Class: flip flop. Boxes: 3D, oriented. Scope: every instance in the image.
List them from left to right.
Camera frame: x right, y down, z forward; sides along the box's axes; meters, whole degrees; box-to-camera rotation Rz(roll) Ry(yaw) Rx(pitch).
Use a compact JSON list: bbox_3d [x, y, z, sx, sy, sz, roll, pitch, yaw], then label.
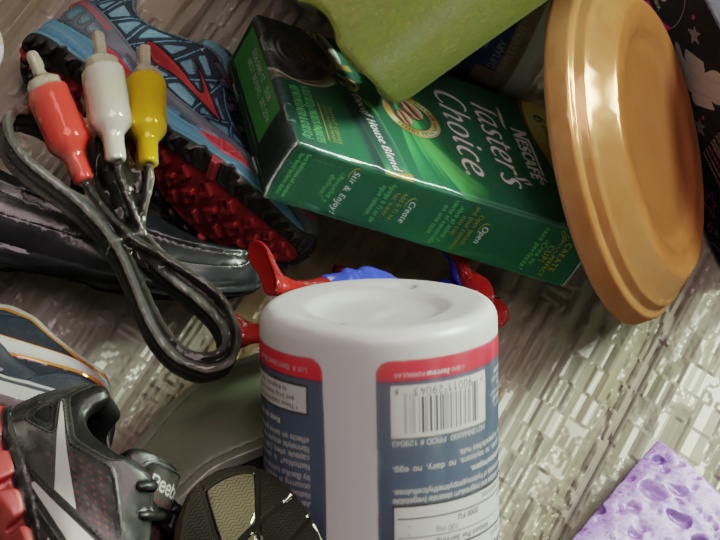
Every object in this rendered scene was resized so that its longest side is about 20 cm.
[{"bbox_3d":[-0.041,0.193,1.116,0.081,0.057,0.201,-22,90,-31],"label":"flip flop"}]

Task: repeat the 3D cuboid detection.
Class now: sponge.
[{"bbox_3d":[0.143,0.196,1.266,0.112,0.030,0.200,43,60,6],"label":"sponge"}]

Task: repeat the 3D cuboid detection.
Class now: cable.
[{"bbox_3d":[-0.125,-0.034,1.205,0.097,0.050,0.201,-8,58,-27],"label":"cable"}]

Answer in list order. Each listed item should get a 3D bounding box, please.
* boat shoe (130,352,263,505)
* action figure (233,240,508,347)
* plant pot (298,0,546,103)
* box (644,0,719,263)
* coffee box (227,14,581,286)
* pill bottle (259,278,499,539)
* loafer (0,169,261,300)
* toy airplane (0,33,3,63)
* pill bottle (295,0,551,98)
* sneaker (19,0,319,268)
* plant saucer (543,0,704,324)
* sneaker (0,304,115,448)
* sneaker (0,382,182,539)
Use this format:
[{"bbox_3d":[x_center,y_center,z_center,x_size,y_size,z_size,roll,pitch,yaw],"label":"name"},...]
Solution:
[{"bbox_3d":[-0.084,0.113,1.222,0.072,0.061,0.201,23,48,39],"label":"boat shoe"},{"bbox_3d":[0.000,0.000,1.287,0.199,0.065,0.099,8,40,-42],"label":"action figure"},{"bbox_3d":[0.042,-0.196,1.240,0.184,0.200,0.201,-42,79,6],"label":"plant pot"},{"bbox_3d":[0.255,-0.116,1.408,0.131,0.115,0.201,-15,70,-23],"label":"box"},{"bbox_3d":[0.029,-0.067,1.303,0.199,0.044,0.123,17,35,-27],"label":"coffee box"},{"bbox_3d":[0.011,0.113,1.173,0.119,0.120,0.201,-5,103,-20],"label":"pill bottle"},{"bbox_3d":[-0.148,-0.027,1.259,0.199,0.068,0.071,11,87,-8],"label":"loafer"},{"bbox_3d":[-0.254,-0.105,1.204,0.140,0.199,0.201,3,69,-18],"label":"toy airplane"},{"bbox_3d":[0.025,-0.188,1.375,0.199,0.111,0.111,23,60,-5],"label":"pill bottle"},{"bbox_3d":[-0.090,-0.088,1.309,0.200,0.079,0.096,41,58,5],"label":"sneaker"},{"bbox_3d":[0.154,-0.071,1.320,0.037,0.200,0.201,-10,59,24],"label":"plant saucer"},{"bbox_3d":[-0.220,0.052,1.194,0.199,0.079,0.080,23,26,-8],"label":"sneaker"},{"bbox_3d":[-0.120,0.139,1.104,0.097,0.071,0.201,-25,67,-1],"label":"sneaker"}]
